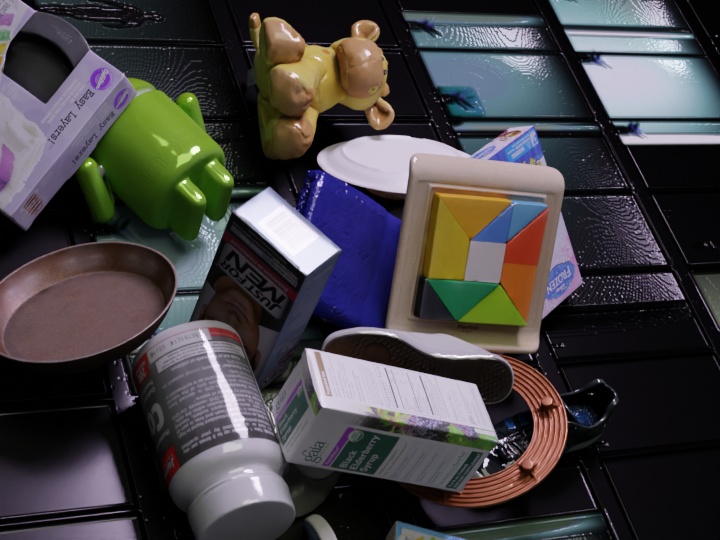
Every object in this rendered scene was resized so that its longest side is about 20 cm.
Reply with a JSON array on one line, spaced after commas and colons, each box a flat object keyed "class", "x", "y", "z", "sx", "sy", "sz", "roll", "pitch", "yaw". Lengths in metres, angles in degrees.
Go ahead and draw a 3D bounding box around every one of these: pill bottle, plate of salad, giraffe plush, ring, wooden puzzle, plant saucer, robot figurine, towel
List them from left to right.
[{"class": "plant saucer", "x": -0.273, "y": 0.040, "z": 1.509, "sx": 0.198, "sy": 0.035, "sz": 0.201, "roll": -6, "pitch": 35, "yaw": 4}, {"class": "robot figurine", "x": -0.227, "y": -0.126, "z": 1.665, "sx": 0.200, "sy": 0.116, "sz": 0.175, "roll": 41, "pitch": 56, "yaw": 14}, {"class": "pill bottle", "x": -0.138, "y": 0.158, "z": 1.459, "sx": 0.113, "sy": 0.114, "sz": 0.201, "roll": -5, "pitch": 53, "yaw": -27}, {"class": "giraffe plush", "x": -0.039, "y": -0.220, "z": 1.792, "sx": 0.160, "sy": 0.175, "sz": 0.200, "roll": -6, "pitch": 21, "yaw": -12}, {"class": "towel", "x": 0.000, "y": 0.000, "z": 1.637, "sx": 0.199, "sy": 0.049, "sz": 0.149, "roll": 31, "pitch": 63, "yaw": -32}, {"class": "plate of salad", "x": 0.048, "y": -0.113, "z": 1.781, "sx": 0.197, "sy": 0.049, "sz": 0.200, "roll": 3, "pitch": 22, "yaw": -1}, {"class": "ring", "x": 0.113, "y": 0.157, "z": 1.584, "sx": 0.198, "sy": 0.019, "sz": 0.202, "roll": -5, "pitch": 47, "yaw": 5}, {"class": "wooden puzzle", "x": 0.124, "y": -0.014, "z": 1.624, "sx": 0.183, "sy": 0.203, "sz": 0.037, "roll": 4, "pitch": 7, "yaw": -23}]

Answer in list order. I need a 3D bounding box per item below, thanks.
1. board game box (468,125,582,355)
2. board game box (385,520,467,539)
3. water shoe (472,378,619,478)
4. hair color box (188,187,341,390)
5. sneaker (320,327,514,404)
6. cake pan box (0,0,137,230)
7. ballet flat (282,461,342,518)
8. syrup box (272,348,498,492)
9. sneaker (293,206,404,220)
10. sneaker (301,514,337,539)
[{"class": "board game box", "x": 0.156, "y": -0.030, "z": 1.720, "sx": 0.200, "sy": 0.041, "sz": 0.201, "roll": -37, "pitch": 114, "yaw": -41}, {"class": "board game box", "x": 0.083, "y": 0.344, "z": 1.453, "sx": 0.133, "sy": 0.034, "sz": 0.201, "roll": 17, "pitch": 47, "yaw": -10}, {"class": "water shoe", "x": 0.188, "y": 0.166, "z": 1.623, "sx": 0.199, "sy": 0.079, "sz": 0.072, "roll": -23, "pitch": 63, "yaw": -37}, {"class": "hair color box", "x": -0.100, "y": 0.025, "z": 1.531, "sx": 0.099, "sy": 0.201, "sz": 0.061, "roll": 40, "pitch": 47, "yaw": 14}, {"class": "sneaker", "x": 0.051, "y": 0.098, "z": 1.569, "sx": 0.198, "sy": 0.074, "sz": 0.085, "roll": 11, "pitch": 7, "yaw": -12}, {"class": "cake pan box", "x": -0.359, "y": -0.172, "z": 1.613, "sx": 0.184, "sy": 0.052, "sz": 0.201, "roll": 36, "pitch": 81, "yaw": 15}, {"class": "ballet flat", "x": -0.031, "y": 0.162, "z": 1.540, "sx": 0.067, "sy": 0.064, "sz": 0.200, "roll": 31, "pitch": 46, "yaw": 10}, {"class": "syrup box", "x": 0.022, "y": 0.144, "z": 1.473, "sx": 0.198, "sy": 0.079, "sz": 0.082, "roll": 13, "pitch": 37, "yaw": -29}, {"class": "sneaker", "x": -0.013, "y": -0.049, "z": 1.694, "sx": 0.198, "sy": 0.089, "sz": 0.081, "roll": -16, "pitch": 22, "yaw": -34}, {"class": "sneaker", "x": -0.036, "y": 0.312, "z": 1.409, "sx": 0.084, "sy": 0.075, "sz": 0.201, "roll": -26, "pitch": 43, "yaw": 0}]
